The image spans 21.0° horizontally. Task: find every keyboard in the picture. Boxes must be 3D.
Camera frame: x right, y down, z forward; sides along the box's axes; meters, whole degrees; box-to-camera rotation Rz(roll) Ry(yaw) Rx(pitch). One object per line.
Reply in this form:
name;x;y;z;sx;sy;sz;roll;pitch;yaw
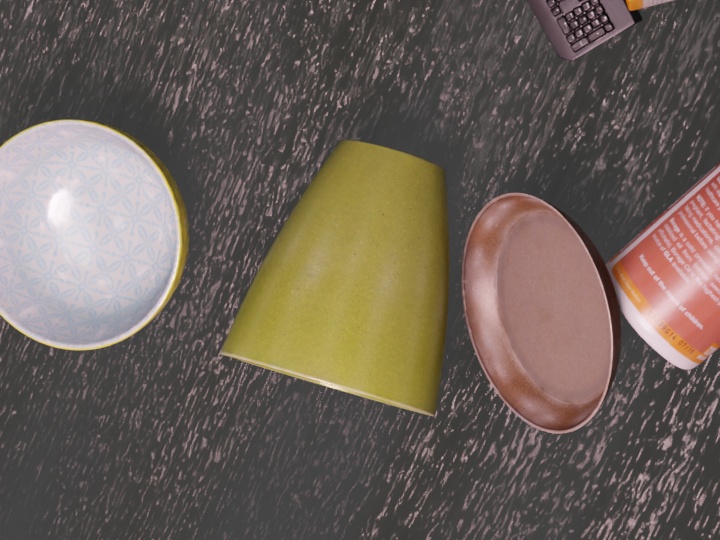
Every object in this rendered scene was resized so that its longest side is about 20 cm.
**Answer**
keyboard;0.161;-0.281;1.601;0.104;0.040;0.200;-30;88;18

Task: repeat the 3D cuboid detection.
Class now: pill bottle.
pill bottle;0.300;-0.023;1.552;0.200;0.112;0.112;-43;84;17

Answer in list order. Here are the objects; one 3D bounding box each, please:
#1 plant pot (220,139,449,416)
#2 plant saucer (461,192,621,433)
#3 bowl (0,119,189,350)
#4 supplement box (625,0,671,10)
plant pot;0.000;0.000;1.623;0.187;0.187;0.201;15;85;14
plant saucer;0.152;0.033;1.593;0.200;0.032;0.201;28;125;50
bowl;-0.232;-0.036;1.706;0.199;0.108;0.201;2;97;16
supplement box;0.296;-0.263;1.506;0.199;0.126;0.074;-13;92;8
